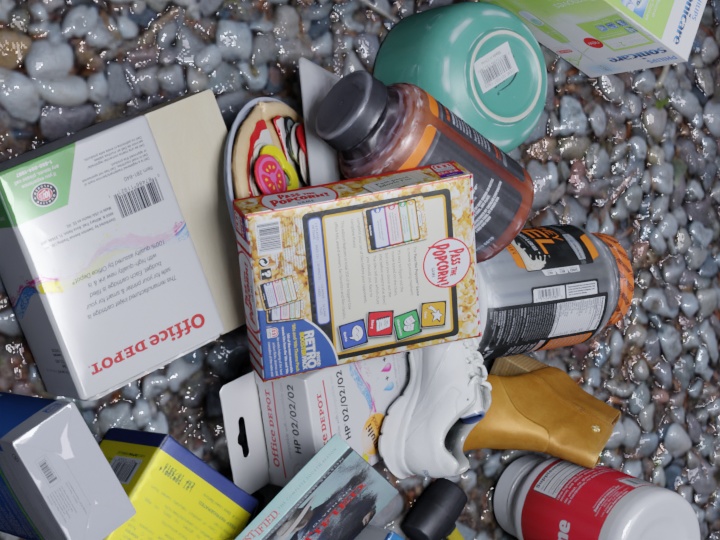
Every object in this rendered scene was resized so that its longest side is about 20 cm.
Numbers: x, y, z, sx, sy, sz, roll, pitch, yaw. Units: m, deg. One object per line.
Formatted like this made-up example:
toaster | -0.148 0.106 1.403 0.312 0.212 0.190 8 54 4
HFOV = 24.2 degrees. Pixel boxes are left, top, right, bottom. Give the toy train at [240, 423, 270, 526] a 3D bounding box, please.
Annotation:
toy train | -0.085 0.157 1.524 0.046 0.034 0.200 31 73 -34

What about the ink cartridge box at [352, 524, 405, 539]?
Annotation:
ink cartridge box | 0.042 0.349 1.577 0.200 0.084 0.145 39 69 -28

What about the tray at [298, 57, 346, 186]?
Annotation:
tray | -0.012 -0.091 1.532 0.107 0.022 0.200 20 61 -59

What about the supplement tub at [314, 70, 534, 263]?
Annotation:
supplement tub | 0.055 -0.096 1.496 0.200 0.107 0.107 35 70 -30

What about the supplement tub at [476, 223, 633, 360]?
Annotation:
supplement tub | 0.163 0.019 1.642 0.200 0.122 0.123 -7 93 -35

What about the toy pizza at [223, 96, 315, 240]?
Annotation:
toy pizza | -0.055 -0.059 1.494 0.200 0.032 0.201 38 45 -51

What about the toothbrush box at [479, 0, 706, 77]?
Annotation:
toothbrush box | 0.222 -0.281 1.673 0.200 0.146 0.086 28 74 -32

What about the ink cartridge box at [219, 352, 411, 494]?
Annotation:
ink cartridge box | -0.028 0.125 1.508 0.200 0.068 0.115 -26 116 -44

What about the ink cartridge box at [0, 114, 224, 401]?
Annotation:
ink cartridge box | -0.221 -0.011 1.402 0.145 0.084 0.200 -26 104 -30

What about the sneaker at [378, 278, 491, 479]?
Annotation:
sneaker | 0.084 0.095 1.516 0.074 0.087 0.200 21 79 -52

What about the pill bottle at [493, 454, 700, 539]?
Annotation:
pill bottle | 0.222 0.243 1.625 0.112 0.200 0.112 -6 102 -32

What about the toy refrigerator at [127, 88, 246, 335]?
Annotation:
toy refrigerator | -0.140 -0.050 1.470 0.076 0.070 0.200 -26 102 -28

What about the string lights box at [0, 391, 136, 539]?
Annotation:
string lights box | -0.263 0.152 1.301 0.059 0.200 0.103 -36 109 -29

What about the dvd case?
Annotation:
dvd case | -0.042 0.220 1.460 0.146 0.022 0.200 -46 157 -5

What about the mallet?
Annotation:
mallet | 0.108 0.297 1.654 0.066 0.041 0.200 -42 115 -29

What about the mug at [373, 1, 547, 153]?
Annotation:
mug | 0.101 -0.165 1.607 0.152 0.114 0.185 17 80 -33

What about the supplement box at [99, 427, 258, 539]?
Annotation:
supplement box | -0.197 0.245 1.400 0.109 0.109 0.200 41 67 -27

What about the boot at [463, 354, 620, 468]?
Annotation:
boot | 0.160 0.151 1.605 0.201 0.144 0.071 -37 150 -49

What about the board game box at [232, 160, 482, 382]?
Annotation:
board game box | 0.000 0.000 1.424 0.200 0.046 0.152 -10 111 -16
